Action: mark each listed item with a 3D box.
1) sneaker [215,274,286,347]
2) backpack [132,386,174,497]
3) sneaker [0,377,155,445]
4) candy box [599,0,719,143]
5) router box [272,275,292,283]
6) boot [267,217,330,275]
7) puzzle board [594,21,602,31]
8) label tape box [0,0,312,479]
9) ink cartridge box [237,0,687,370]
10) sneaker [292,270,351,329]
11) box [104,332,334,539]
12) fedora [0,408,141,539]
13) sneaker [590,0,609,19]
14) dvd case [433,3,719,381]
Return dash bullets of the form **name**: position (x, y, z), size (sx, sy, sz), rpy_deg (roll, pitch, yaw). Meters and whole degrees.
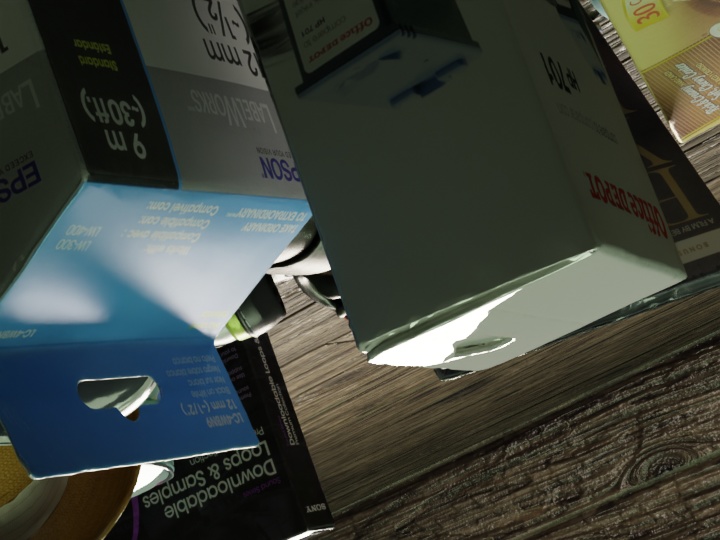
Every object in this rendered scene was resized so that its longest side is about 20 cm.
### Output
- **sneaker**: position (-0.093, -0.005, 0.985), size (0.082, 0.072, 0.200), rpy_deg (-27, -165, -1)
- **backpack**: position (-0.174, 0.058, 1.051), size (0.175, 0.154, 0.200), rpy_deg (-23, 175, 30)
- **sneaker**: position (-0.170, 0.019, 0.737), size (0.198, 0.079, 0.079), rpy_deg (6, 163, -8)
- **candy box**: position (0.152, -0.127, 0.793), size (0.115, 0.056, 0.200), rpy_deg (-26, 159, 11)
- **router box**: position (0.020, -0.066, 1.004), size (0.148, 0.051, 0.200), rpy_deg (-14, 160, -10)
- **boot**: position (-0.113, -0.030, 0.807), size (0.199, 0.070, 0.173), rpy_deg (-13, 165, 41)
- **puzzle board**: position (0.021, -0.087, 1.089), size (0.199, 0.018, 0.150), rpy_deg (-29, 167, 34)
- **label tape box**: position (-0.078, -0.044, 0.614), size (0.066, 0.201, 0.143), rpy_deg (-27, 168, 23)
- **ink cartridge box**: position (0.024, -0.077, 0.650), size (0.085, 0.201, 0.146), rpy_deg (-24, 169, 16)
- **sneaker**: position (0.000, 0.000, 0.948), size (0.077, 0.083, 0.200), rpy_deg (-22, 166, 12)
- **box**: position (-0.109, 0.082, 1.164), size (0.142, 0.201, 0.036), rpy_deg (-27, 167, 28)
- **fedora**: position (-0.188, 0.050, 0.820), size (0.199, 0.201, 0.082), rpy_deg (-18, 142, -18)
- **sneaker**: position (0.165, -0.131, 0.990), size (0.199, 0.080, 0.130), rpy_deg (-13, 165, -36)
- **dvd case**: position (0.058, -0.054, 0.857), size (0.148, 0.201, 0.016), rpy_deg (-17, 146, -17)
